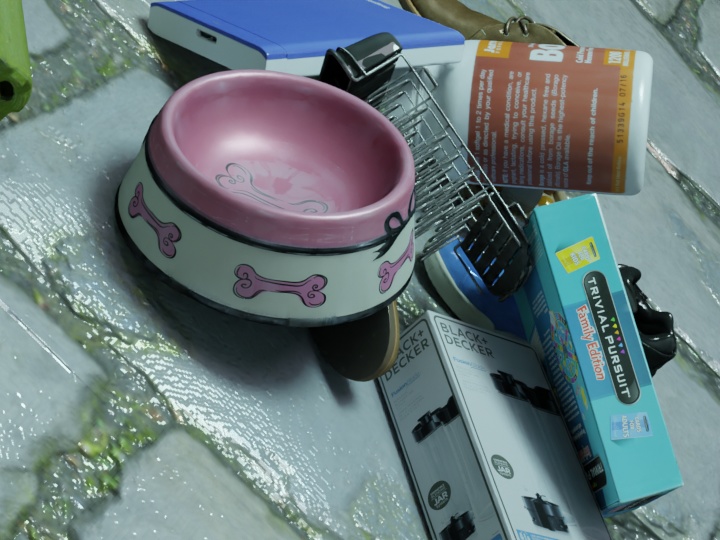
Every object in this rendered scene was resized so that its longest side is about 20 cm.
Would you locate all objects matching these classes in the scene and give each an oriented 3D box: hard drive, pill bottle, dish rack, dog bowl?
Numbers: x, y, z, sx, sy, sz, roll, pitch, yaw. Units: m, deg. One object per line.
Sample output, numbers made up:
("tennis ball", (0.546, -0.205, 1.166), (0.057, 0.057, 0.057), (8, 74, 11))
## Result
("hard drive", (-0.038, -0.175, 1.468), (0.199, 0.026, 0.132), (-11, 28, -43))
("pill bottle", (0.123, -0.120, 1.541), (0.199, 0.113, 0.112), (5, 32, 8))
("dish rack", (0.044, -0.063, 1.386), (0.200, 0.054, 0.153), (56, -12, 8))
("dog bowl", (-0.053, -0.055, 1.275), (0.199, 0.074, 0.201), (10, 37, -8))

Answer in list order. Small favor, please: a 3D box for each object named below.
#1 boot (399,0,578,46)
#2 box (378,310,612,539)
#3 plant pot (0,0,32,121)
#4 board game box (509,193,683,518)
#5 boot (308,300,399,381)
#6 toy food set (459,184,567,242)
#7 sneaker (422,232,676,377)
("boot", (0.120, -0.187, 1.633), (0.200, 0.076, 0.074), (40, 29, 5))
("box", (0.091, 0.132, 1.325), (0.116, 0.060, 0.201), (20, 39, -40))
("plant pot", (-0.270, -0.170, 1.131), (0.200, 0.200, 0.191), (2, 65, -51))
("board game box", (0.156, 0.064, 1.361), (0.151, 0.047, 0.201), (106, -31, -78))
("boot", (0.000, 0.000, 1.367), (0.075, 0.074, 0.201), (33, 29, -42))
("toy food set", (0.140, -0.087, 1.656), (0.143, 0.060, 0.201), (22, 38, -36))
("sneaker", (0.149, 0.017, 1.489), (0.200, 0.111, 0.077), (41, 30, -10))
